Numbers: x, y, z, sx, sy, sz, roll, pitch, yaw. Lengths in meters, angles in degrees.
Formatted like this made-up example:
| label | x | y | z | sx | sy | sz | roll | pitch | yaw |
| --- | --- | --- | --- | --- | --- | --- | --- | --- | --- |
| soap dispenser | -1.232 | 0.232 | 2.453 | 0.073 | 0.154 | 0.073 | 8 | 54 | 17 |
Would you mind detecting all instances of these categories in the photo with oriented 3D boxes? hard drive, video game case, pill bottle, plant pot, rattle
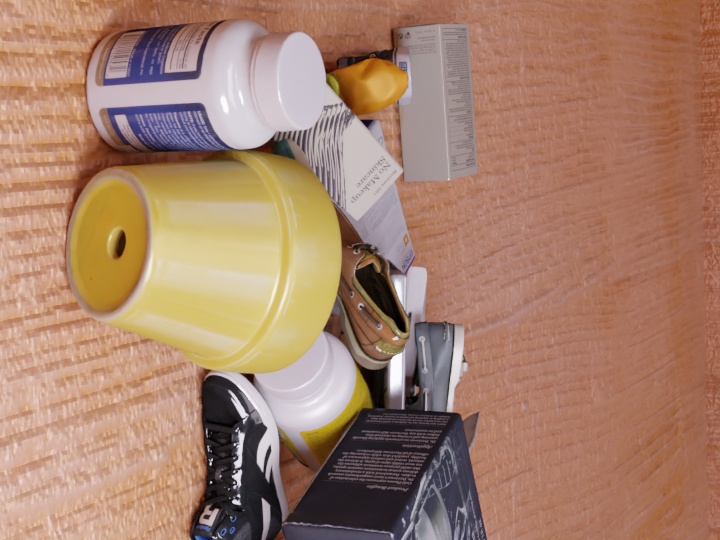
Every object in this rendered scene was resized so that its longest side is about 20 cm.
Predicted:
| label | x | y | z | sx | sy | sz | roll | pitch | yaw |
| --- | --- | --- | --- | --- | --- | --- | --- | --- | --- |
| hard drive | 0.063 | 0.089 | 1.586 | 0.200 | 0.026 | 0.134 | 82 | 16 | -72 |
| video game case | 0.031 | 0.096 | 1.442 | 0.182 | 0.022 | 0.204 | -127 | -143 | -83 |
| pill bottle | -0.050 | 0.130 | 1.340 | 0.201 | 0.110 | 0.113 | 66 | 35 | -59 |
| plant pot | -0.148 | -0.013 | 1.126 | 0.187 | 0.199 | 0.204 | 7 | 84 | -47 |
| pill bottle | -0.134 | -0.162 | 1.122 | 0.111 | 0.197 | 0.113 | -4 | 94 | -61 |
| rattle | -0.056 | -0.184 | 1.332 | 0.199 | 0.141 | 0.132 | 22 | 77 | -63 |

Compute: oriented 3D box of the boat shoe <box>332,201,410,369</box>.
| label | x | y | z | sx | sy | sz | roll | pitch | yaw |
| --- | --- | --- | --- | --- | --- | --- | --- | --- | --- |
| boat shoe | 0.000 | 0.000 | 1.337 | 0.071 | 0.068 | 0.202 | -11 | 65 | -40 |

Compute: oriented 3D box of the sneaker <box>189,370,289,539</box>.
| label | x | y | z | sx | sy | sz | roll | pitch | yaw |
| --- | --- | --- | --- | --- | --- | --- | --- | --- | --- |
| sneaker | -0.132 | 0.208 | 1.266 | 0.112 | 0.072 | 0.203 | -44 | 127 | -49 |

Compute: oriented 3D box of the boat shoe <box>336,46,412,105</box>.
| label | x | y | z | sx | sy | sz | roll | pitch | yaw |
| --- | --- | --- | --- | --- | --- | --- | --- | --- | --- |
| boat shoe | 0.016 | -0.237 | 1.548 | 0.200 | 0.089 | 0.072 | -75 | 163 | -84 |

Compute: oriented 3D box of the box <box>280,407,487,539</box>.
| label | x | y | z | sx | sy | sz | roll | pitch | yaw |
| --- | --- | --- | --- | --- | --- | --- | --- | --- | --- |
| box | 0.033 | 0.274 | 1.253 | 0.197 | 0.122 | 0.203 | -49 | 131 | -52 |

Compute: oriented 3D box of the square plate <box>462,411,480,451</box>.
| label | x | y | z | sx | sy | sz | roll | pitch | yaw |
| --- | --- | --- | --- | --- | --- | --- | --- | --- | --- |
| square plate | 0.093 | 0.281 | 1.524 | 0.200 | 0.028 | 0.201 | -41 | 151 | -77 |

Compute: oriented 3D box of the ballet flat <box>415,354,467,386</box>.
| label | x | y | z | sx | sy | sz | roll | pitch | yaw |
| --- | --- | --- | --- | --- | --- | --- | --- | --- | --- |
| ballet flat | 0.104 | 0.114 | 1.586 | 0.200 | 0.061 | 0.069 | -32 | 130 | -84 |

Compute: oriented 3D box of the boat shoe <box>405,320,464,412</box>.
| label | x | y | z | sx | sy | sz | roll | pitch | yaw |
| --- | --- | --- | --- | --- | --- | --- | --- | --- | --- |
| boat shoe | 0.073 | 0.156 | 1.459 | 0.073 | 0.061 | 0.203 | -155 | -104 | -86 |

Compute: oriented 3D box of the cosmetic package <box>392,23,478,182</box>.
| label | x | y | z | sx | sy | sz | roll | pitch | yaw |
| --- | --- | --- | --- | --- | --- | --- | --- | --- | --- |
| cosmetic package | 0.101 | -0.224 | 1.691 | 0.103 | 0.072 | 0.204 | -17 | 106 | -61 |

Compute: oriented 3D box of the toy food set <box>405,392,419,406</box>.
| label | x | y | z | sx | sy | sz | roll | pitch | yaw |
| --- | --- | --- | --- | --- | --- | --- | --- | --- | --- |
| toy food set | 0.062 | 0.248 | 1.566 | 0.200 | 0.048 | 0.201 | 70 | 35 | -67 |

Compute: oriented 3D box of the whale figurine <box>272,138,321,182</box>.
| label | x | y | z | sx | sy | sz | roll | pitch | yaw |
| --- | --- | --- | --- | --- | --- | --- | --- | --- | --- |
| whale figurine | -0.086 | -0.035 | 1.264 | 0.160 | 0.102 | 0.201 | 61 | -23 | 28 |

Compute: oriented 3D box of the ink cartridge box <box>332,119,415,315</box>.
| label | x | y | z | sx | sy | sz | roll | pitch | yaw |
| --- | --- | --- | --- | --- | --- | --- | --- | --- | --- |
| ink cartridge box | -0.005 | -0.046 | 1.530 | 0.197 | 0.043 | 0.202 | -56 | 139 | -48 |

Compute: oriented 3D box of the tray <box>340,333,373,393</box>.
| label | x | y | z | sx | sy | sz | roll | pitch | yaw |
| --- | --- | --- | --- | --- | --- | --- | --- | --- | --- |
| tray | 0.000 | 0.187 | 1.549 | 0.098 | 0.037 | 0.203 | 27 | 67 | -59 |

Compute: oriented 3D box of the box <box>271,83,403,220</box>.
| label | x | y | z | sx | sy | sz | roll | pitch | yaw |
| --- | --- | --- | --- | --- | --- | --- | --- | --- | --- |
| box | -0.042 | -0.141 | 1.306 | 0.082 | 0.068 | 0.200 | -47 | 139 | 2 |
